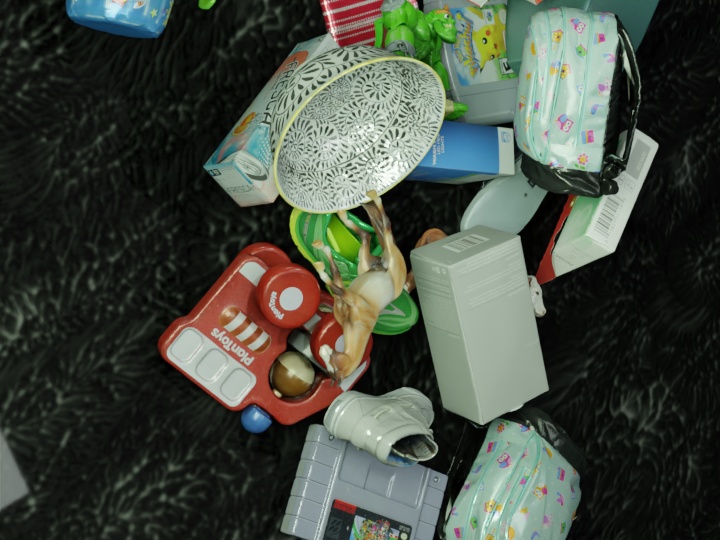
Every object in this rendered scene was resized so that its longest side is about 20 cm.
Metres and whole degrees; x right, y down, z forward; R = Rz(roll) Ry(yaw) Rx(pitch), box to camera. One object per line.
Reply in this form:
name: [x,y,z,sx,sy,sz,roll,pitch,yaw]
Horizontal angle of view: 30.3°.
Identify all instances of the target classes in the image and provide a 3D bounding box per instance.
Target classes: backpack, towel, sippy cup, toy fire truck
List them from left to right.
sippy cup: [-0.230,-0.300,1.303,0.177,0.140,0.131,10,92,1]
toy fire truck: [-0.094,0.080,1.403,0.168,0.112,0.200,-49,117,-3]
towel: [0.021,-0.286,1.560,0.144,0.022,0.201,-21,100,-36]
backpack: [0.182,0.273,1.582,0.167,0.126,0.200,44,65,-31]
backpack: [0.238,-0.194,1.501,0.126,0.167,0.201,3,104,-6]

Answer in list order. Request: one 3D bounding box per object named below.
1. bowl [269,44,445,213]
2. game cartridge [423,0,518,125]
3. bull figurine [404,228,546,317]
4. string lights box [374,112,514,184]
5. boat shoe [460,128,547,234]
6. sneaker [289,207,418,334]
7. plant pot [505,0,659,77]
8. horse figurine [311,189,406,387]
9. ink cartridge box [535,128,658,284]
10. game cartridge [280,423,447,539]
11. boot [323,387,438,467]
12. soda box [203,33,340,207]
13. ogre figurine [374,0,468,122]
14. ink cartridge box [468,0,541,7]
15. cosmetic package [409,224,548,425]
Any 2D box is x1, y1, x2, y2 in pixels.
bowl: [-0.020,-0.164,1.371,0.200,0.201,0.094,-5,46,-38]
game cartridge: [0.141,-0.277,1.647,0.133,0.040,0.201,-14,96,-34]
bull figurine: [0.133,0.029,1.597,0.200,0.065,0.122,31,75,-28]
string lights box: [0.072,-0.137,1.537,0.200,0.103,0.059,2,85,-39]
boat shoe: [0.182,-0.106,1.642,0.200,0.091,0.071,-45,114,-15]
sneaker: [0.000,0.000,1.483,0.200,0.083,0.074,48,63,-24]
plant pot: [0.267,-0.314,1.659,0.141,0.141,0.200,42,59,-41]
horse figurine: [0.002,0.006,1.351,0.133,0.050,0.200,65,35,-26]
ink cartridge box: [0.270,-0.074,1.640,0.050,0.200,0.161,32,67,-14]
game cartridge: [0.009,0.265,1.505,0.200,0.038,0.130,26,67,-34]
boot: [0.047,0.181,1.467,0.200,0.095,0.074,6,113,-57]
soda box: [-0.081,-0.164,1.445,0.068,0.064,0.200,47,60,-26]
ogre figurine: [0.062,-0.238,1.505,0.200,0.098,0.120,7,71,-51]
ink cartridge box: [0.197,-0.367,1.581,0.200,0.109,0.050,-38,131,-9]
cosmetic package: [0.137,0.061,1.518,0.107,0.090,0.201,-21,113,-27]
